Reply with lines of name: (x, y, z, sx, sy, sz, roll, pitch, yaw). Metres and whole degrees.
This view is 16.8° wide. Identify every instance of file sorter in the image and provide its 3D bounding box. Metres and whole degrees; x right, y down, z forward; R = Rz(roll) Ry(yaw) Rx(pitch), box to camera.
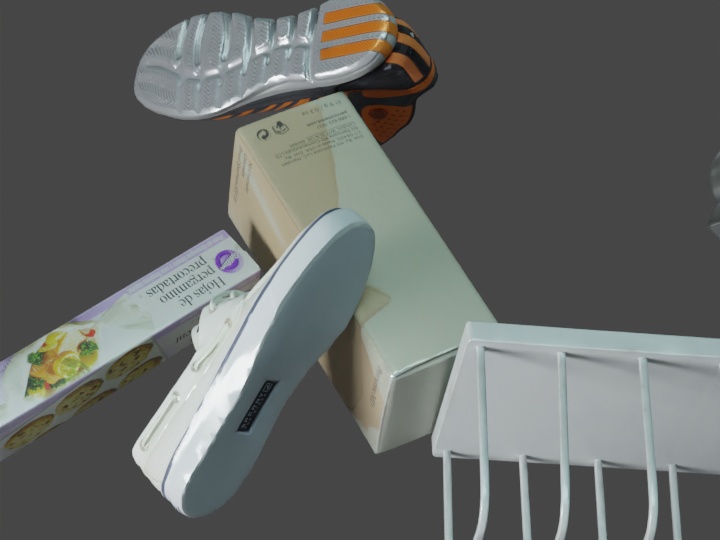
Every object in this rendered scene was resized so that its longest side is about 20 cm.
file sorter: (0.149, 0.121, 1.383, 0.200, 0.139, 0.125, 4, 57, -5)

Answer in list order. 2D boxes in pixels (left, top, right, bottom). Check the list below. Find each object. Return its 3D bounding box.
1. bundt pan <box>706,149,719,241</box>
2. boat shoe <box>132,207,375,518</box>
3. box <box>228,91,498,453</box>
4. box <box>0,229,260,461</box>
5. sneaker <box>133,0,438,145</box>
bundt pan: (0.301, -0.041, 1.524, 0.202, 0.076, 0.202, 3, 82, -22)
boat shoe: (-0.067, 0.042, 1.400, 0.070, 0.200, 0.071, 37, 14, 32)
box: (0.000, 0.000, 1.475, 0.078, 0.095, 0.200, -21, 59, -21)
box: (-0.149, 0.044, 1.453, 0.200, 0.041, 0.039, -32, 65, -28)
sneaker: (-0.042, -0.115, 1.567, 0.200, 0.112, 0.078, -3, 66, 31)
